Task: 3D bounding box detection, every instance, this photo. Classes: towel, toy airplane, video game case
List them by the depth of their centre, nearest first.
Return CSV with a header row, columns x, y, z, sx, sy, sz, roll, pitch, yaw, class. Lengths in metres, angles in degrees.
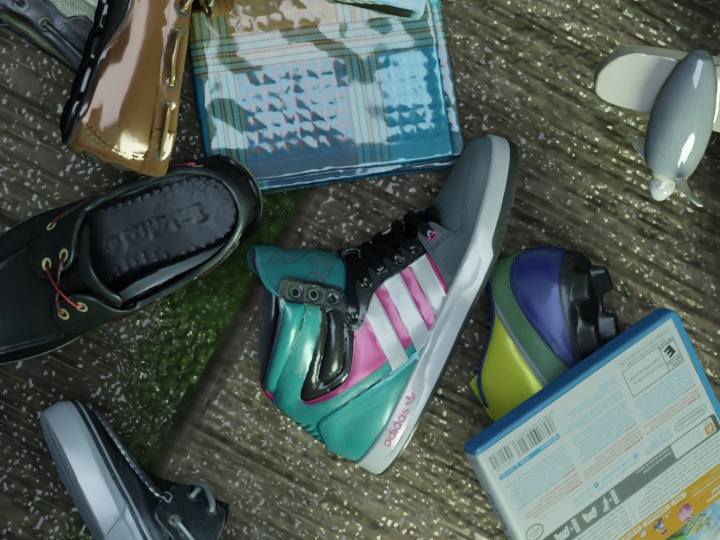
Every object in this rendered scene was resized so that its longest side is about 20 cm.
x,y,z,sx,sy,sz,roll,pitch,yaw,class
0.250,-0.068,1.299,0.200,0.199,0.141,-14,48,31,toy airplane
0.154,0.141,1.348,0.143,0.018,0.200,-33,109,-20,video game case
-0.027,-0.147,1.392,0.146,0.022,0.200,-9,89,-3,towel

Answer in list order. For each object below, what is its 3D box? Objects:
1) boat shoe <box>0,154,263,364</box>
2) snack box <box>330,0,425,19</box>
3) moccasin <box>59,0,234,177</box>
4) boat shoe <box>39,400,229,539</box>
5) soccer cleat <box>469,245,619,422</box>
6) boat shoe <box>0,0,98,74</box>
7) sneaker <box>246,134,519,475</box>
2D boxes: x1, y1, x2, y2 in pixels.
x,y,z,sx,sy,sz,roll,pitch,yaw,class
-0.150,-0.005,1.357,0.201,0.063,0.074,-25,93,8,boat shoe
-0.051,-0.219,1.367,0.200,0.037,0.116,12,87,-1,snack box
-0.097,-0.150,1.312,0.078,0.074,0.202,16,87,-15,moccasin
-0.104,0.149,1.368,0.071,0.072,0.200,-33,101,-11,boat shoe
0.104,0.086,1.384,0.084,0.065,0.201,-2,94,27,soccer cleat
-0.202,-0.158,1.359,0.200,0.073,0.065,28,83,-2,boat shoe
0.000,0.000,1.364,0.121,0.084,0.200,24,89,-11,sneaker
